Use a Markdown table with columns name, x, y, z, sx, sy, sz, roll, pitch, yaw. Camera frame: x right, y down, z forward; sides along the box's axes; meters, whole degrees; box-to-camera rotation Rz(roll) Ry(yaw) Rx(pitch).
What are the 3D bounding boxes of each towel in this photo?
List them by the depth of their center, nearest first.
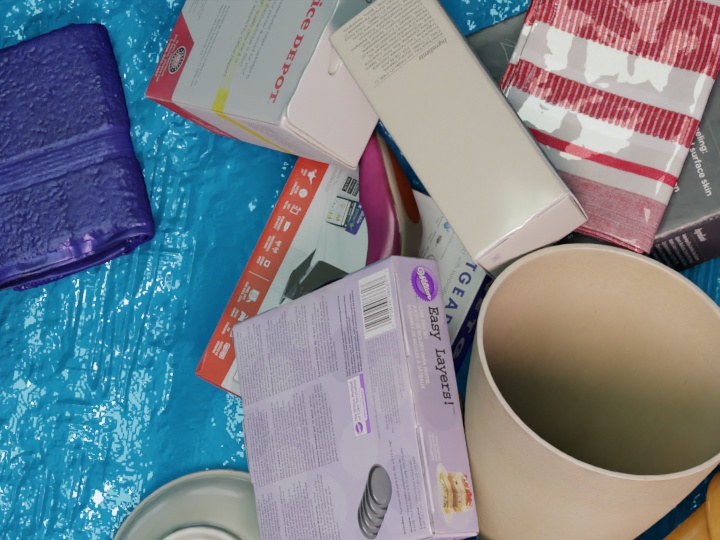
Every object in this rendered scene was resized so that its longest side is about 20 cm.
| name | x | y | z | sx | sy | sz | roll | pitch | yaw |
| --- | --- | --- | --- | --- | --- | --- | --- | --- | --- |
| towel | 0.167 | -0.126 | 1.293 | 0.143 | 0.023 | 0.202 | 20 | 84 | 19 |
| towel | -0.252 | -0.092 | 1.531 | 0.146 | 0.050 | 0.202 | -17 | 73 | 6 |

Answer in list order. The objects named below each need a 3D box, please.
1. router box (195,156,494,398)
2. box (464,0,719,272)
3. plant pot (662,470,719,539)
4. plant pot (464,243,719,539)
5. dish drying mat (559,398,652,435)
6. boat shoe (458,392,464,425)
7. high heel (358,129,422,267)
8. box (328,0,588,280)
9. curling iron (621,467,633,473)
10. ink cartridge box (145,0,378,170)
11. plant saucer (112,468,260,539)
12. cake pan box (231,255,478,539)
| name | x | y | z | sx | sy | sz | roll | pitch | yaw |
| --- | --- | --- | --- | --- | --- | --- | --- | --- | --- |
| router box | -0.003 | 0.029 | 1.421 | 0.178 | 0.049 | 0.201 | 24 | 86 | 21 |
| box | 0.189 | -0.097 | 1.353 | 0.198 | 0.117 | 0.198 | -21 | 72 | 13 |
| plant pot | 0.251 | 0.238 | 1.232 | 0.183 | 0.200 | 0.202 | -33 | 70 | 24 |
| plant pot | 0.143 | 0.118 | 1.269 | 0.185 | 0.201 | 0.189 | 8 | 49 | -10 |
| dish drying mat | 0.191 | 0.079 | 1.348 | 0.198 | 0.018 | 0.078 | 8 | 77 | 30 |
| boat shoe | 0.042 | 0.187 | 1.345 | 0.070 | 0.070 | 0.202 | 3 | 88 | 5 |
| high heel | 0.000 | 0.000 | 1.367 | 0.095 | 0.067 | 0.202 | -16 | 71 | 16 |
| box | 0.066 | -0.098 | 1.269 | 0.082 | 0.068 | 0.201 | -34 | 68 | 8 |
| curling iron | 0.254 | 0.092 | 1.339 | 0.050 | 0.026 | 0.200 | 41 | 93 | 28 |
| ink cartridge box | -0.057 | -0.169 | 1.417 | 0.199 | 0.083 | 0.146 | 19 | 82 | 52 |
| plant saucer | -0.115 | 0.248 | 1.408 | 0.198 | 0.050 | 0.202 | -4 | 77 | 16 |
| cake pan box | -0.009 | 0.103 | 1.299 | 0.183 | 0.052 | 0.202 | -24 | 69 | 43 |
